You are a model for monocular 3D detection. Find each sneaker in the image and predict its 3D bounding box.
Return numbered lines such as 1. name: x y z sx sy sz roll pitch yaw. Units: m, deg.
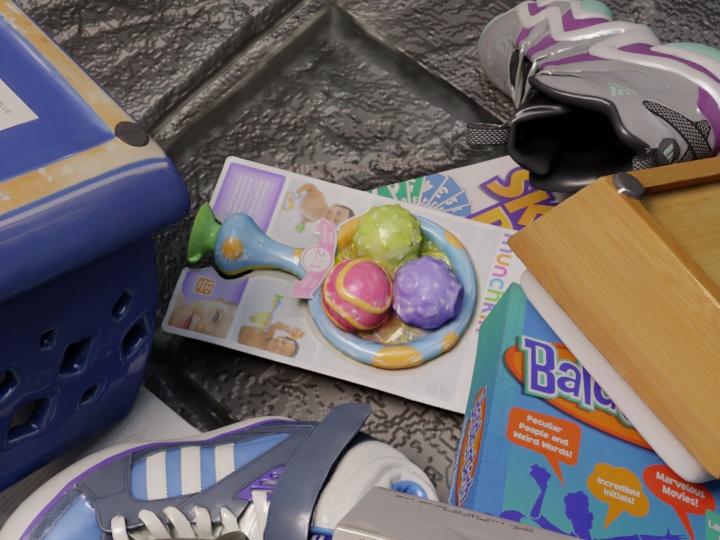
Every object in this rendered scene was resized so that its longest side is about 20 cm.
1. sneaker: -0.057 0.126 0.710 0.199 0.081 0.146 -18 19 -36
2. sneaker: 0.102 -0.094 0.842 0.139 0.078 0.199 -24 29 -32

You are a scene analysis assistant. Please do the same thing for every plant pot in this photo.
1. plant pot: -0.206 -0.018 0.695 0.200 0.180 0.199 44 41 17

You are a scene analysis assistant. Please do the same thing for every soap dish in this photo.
1. soap dish: 0.192 0.013 0.771 0.199 0.082 0.158 -11 52 -43

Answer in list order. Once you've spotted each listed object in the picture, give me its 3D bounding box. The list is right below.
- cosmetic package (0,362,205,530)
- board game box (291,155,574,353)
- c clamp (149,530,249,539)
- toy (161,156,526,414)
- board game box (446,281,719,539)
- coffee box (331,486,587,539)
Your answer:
1. cosmetic package: -0.196 0.122 0.793 0.150 0.052 0.200 37 68 20
2. board game box: 0.067 -0.015 0.875 0.198 0.030 0.096 -13 60 -7
3. c clamp: -0.042 0.183 0.685 0.170 0.200 0.027 -31 23 24
4. toy: 0.000 0.000 0.828 0.198 0.047 0.116 13 64 12
5. board game box: 0.117 0.116 0.728 0.151 0.045 0.201 23 45 -8
6. coffee box: 0.031 0.201 0.599 0.112 0.080 0.202 12 96 11
